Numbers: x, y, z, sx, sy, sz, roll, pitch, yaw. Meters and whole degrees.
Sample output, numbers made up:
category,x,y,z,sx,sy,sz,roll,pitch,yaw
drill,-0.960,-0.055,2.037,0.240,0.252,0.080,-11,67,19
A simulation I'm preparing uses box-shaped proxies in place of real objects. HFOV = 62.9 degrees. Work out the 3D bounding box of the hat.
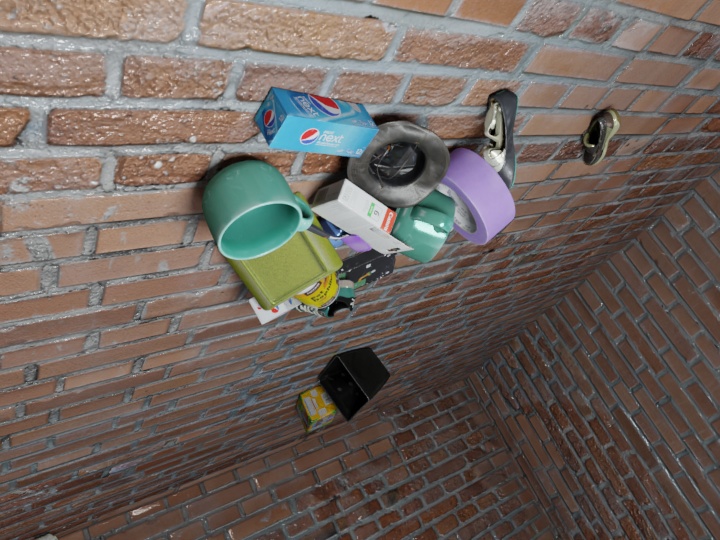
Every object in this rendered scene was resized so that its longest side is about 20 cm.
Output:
category,x,y,z,sx,sy,sz,roll,pitch,yaw
hat,0.066,-0.216,1.128,0.197,0.082,0.202,-7,133,-7

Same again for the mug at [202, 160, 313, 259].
category,x,y,z,sx,sy,sz,roll,pitch,yaw
mug,-0.184,-0.106,1.009,0.151,0.115,0.185,-33,157,7

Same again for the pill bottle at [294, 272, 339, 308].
category,x,y,z,sx,sy,sz,roll,pitch,yaw
pill bottle,-0.124,0.014,1.349,0.108,0.110,0.200,-32,157,6

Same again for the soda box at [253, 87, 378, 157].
category,x,y,z,sx,sy,sz,roll,pitch,yaw
soda box,-0.067,-0.238,0.961,0.198,0.065,0.068,-5,147,-45

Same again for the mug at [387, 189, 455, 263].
category,x,y,z,sx,sy,sz,roll,pitch,yaw
mug,0.121,-0.115,1.238,0.113,0.154,0.185,23,144,-13

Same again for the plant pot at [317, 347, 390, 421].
category,x,y,z,sx,sy,sz,roll,pitch,yaw
plant pot,-0.011,0.406,2.209,0.176,0.201,0.200,-26,161,-42

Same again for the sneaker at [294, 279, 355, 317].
category,x,y,z,sx,sy,sz,roll,pitch,yaw
sneaker,-0.109,0.082,1.492,0.197,0.081,0.071,-13,153,14

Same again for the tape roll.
category,x,y,z,sx,sy,sz,roll,pitch,yaw
tape roll,0.238,-0.161,1.288,0.085,0.200,0.200,-39,159,-9

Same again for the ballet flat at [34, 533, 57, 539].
category,x,y,z,sx,sy,sz,roll,pitch,yaw
ballet flat,-1.203,1.044,2.262,0.069,0.070,0.200,-17,158,-26

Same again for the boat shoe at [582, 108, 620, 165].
category,x,y,z,sx,sy,sz,roll,pitch,yaw
boat shoe,0.617,-0.347,1.553,0.064,0.074,0.201,-15,152,-6

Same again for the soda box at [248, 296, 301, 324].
category,x,y,z,sx,sy,sz,roll,pitch,yaw
soda box,-0.193,0.072,1.363,0.068,0.064,0.200,-30,179,4

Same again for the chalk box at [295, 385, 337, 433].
category,x,y,z,sx,sy,sz,roll,pitch,yaw
chalk box,-0.185,0.571,2.403,0.122,0.125,0.201,-19,154,-24

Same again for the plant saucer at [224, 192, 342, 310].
category,x,y,z,sx,sy,sz,roll,pitch,yaw
plant saucer,-0.156,-0.023,1.186,0.198,0.048,0.201,-30,123,1

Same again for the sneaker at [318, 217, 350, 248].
category,x,y,z,sx,sy,sz,roll,pitch,yaw
sneaker,-0.024,-0.111,1.267,0.198,0.074,0.083,-26,159,-32

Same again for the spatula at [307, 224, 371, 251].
category,x,y,z,sx,sy,sz,roll,pitch,yaw
spatula,-0.053,-0.070,1.182,0.056,0.021,0.199,-3,167,41

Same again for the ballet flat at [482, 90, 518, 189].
category,x,y,z,sx,sy,sz,roll,pitch,yaw
ballet flat,0.281,-0.265,1.208,0.072,0.203,0.073,1,-169,0

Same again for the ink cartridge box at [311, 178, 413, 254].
category,x,y,z,sx,sy,sz,roll,pitch,yaw
ink cartridge box,0.011,-0.102,1.174,0.199,0.051,0.108,30,161,-28

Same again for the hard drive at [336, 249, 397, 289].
category,x,y,z,sx,sy,sz,roll,pitch,yaw
hard drive,0.000,0.000,1.562,0.198,0.038,0.140,-25,157,-14
